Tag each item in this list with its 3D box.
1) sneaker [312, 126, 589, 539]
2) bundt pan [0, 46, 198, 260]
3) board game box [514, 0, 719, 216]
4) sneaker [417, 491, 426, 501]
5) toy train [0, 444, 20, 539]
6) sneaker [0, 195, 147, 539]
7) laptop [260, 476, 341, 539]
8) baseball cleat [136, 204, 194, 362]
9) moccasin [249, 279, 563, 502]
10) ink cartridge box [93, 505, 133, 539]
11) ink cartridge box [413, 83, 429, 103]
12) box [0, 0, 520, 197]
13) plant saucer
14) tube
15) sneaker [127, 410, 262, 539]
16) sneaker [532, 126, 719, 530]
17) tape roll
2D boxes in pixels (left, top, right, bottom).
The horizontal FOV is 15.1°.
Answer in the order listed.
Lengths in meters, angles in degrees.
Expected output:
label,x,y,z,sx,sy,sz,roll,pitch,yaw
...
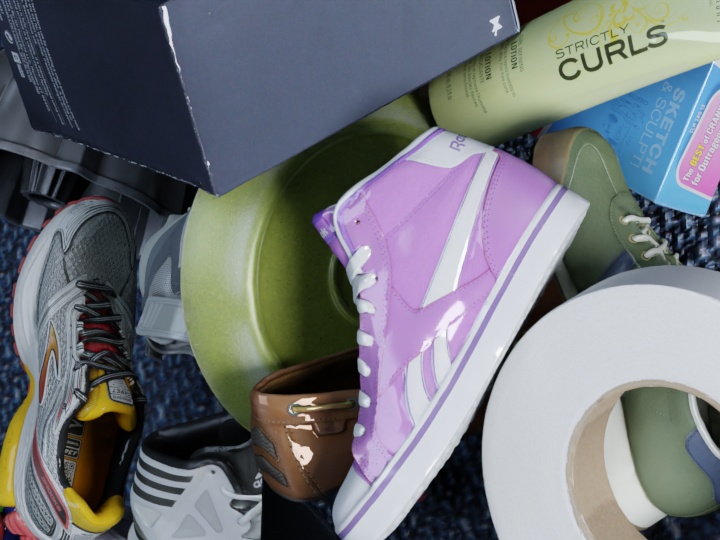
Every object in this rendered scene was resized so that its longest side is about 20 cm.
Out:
label,x,y,z,sx,sy,sz,roll,pitch,yaw
sneaker,0.014,0.028,1.303,0.114,0.073,0.201,29,89,5
bundt pan,-0.177,-0.075,1.634,0.201,0.201,0.076,2,70,48
board game box,0.153,-0.149,1.393,0.153,0.040,0.201,32,105,47
sneaker,-0.016,0.050,1.504,0.075,0.080,0.200,-53,47,23
toy train,-0.248,0.216,1.727,0.116,0.084,0.201,45,114,55
sneaker,-0.150,0.058,1.547,0.082,0.078,0.201,-3,81,51
laptop,0.035,0.211,1.371,0.199,0.116,0.188,5,114,8
baseball cleat,-0.063,-0.015,1.489,0.200,0.069,0.107,129,150,-48
moccasin,0.032,0.044,1.375,0.074,0.201,0.078,34,139,57
ink cartridge box,-0.139,0.252,1.589,0.145,0.084,0.201,27,101,47
ink cartridge box,-0.004,-0.153,1.543,0.199,0.075,0.166,-5,79,48
box,-0.057,-0.141,1.374,0.182,0.200,0.105,21,134,50
plant saucer,0.000,0.000,1.405,0.031,0.199,0.201,10,88,56
tube,0.121,-0.114,1.355,0.199,0.052,0.058,-21,99,39
sneaker,-0.044,0.147,1.447,0.200,0.076,0.116,25,140,22
sneaker,0.151,0.021,1.324,0.090,0.067,0.201,-15,86,35
tape roll,0.151,0.099,1.275,0.202,0.037,0.204,11,112,29
